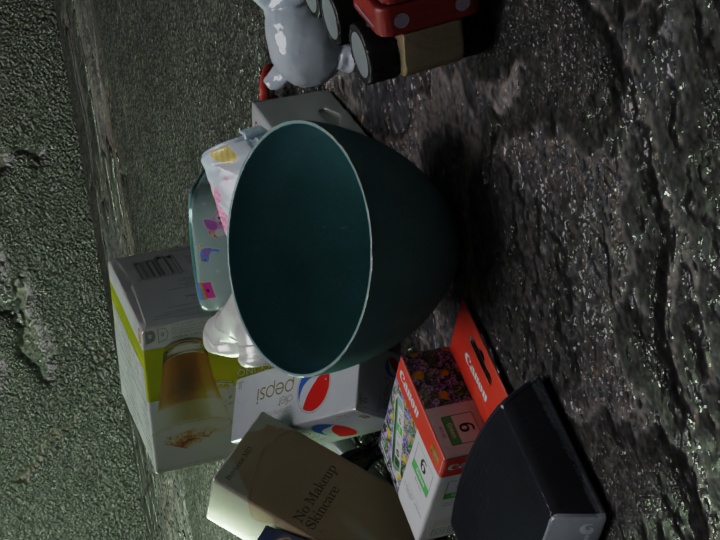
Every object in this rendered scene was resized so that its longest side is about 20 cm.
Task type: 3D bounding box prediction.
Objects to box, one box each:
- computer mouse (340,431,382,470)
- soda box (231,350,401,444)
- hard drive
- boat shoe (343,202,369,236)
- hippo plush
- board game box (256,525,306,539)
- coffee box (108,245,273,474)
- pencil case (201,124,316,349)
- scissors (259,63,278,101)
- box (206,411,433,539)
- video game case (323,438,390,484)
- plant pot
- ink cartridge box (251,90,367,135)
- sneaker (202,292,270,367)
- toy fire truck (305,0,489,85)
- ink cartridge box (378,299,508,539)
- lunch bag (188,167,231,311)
[{"bbox_3d":[-0.007,0.118,1.362,0.110,0.044,0.200,-47,41,30],"label":"computer mouse"},{"bbox_3d":[-0.041,0.125,1.311,0.200,0.064,0.068,-21,57,48],"label":"soda box"},{"bbox_3d":[0.119,0.186,1.031,0.200,0.042,0.135,103,151,-50],"label":"hard drive"},{"bbox_3d":[0.000,0.000,1.264,0.066,0.072,0.200,-98,7,-48],"label":"boat shoe"},{"bbox_3d":[-0.039,-0.243,1.153,0.159,0.200,0.161,-16,107,37],"label":"hippo plush"},{"bbox_3d":[0.004,0.310,1.218,0.200,0.035,0.136,14,138,26],"label":"board game box"},{"bbox_3d":[-0.180,0.096,1.647,0.200,0.199,0.198,-132,36,-58],"label":"coffee box"},{"bbox_3d":[-0.079,-0.025,1.220,0.091,0.083,0.200,126,128,-81],"label":"pencil case"},{"bbox_3d":[-0.108,-0.160,1.468,0.200,0.014,0.073,-75,-17,-60],"label":"scissors"},{"bbox_3d":[-0.034,0.228,1.266,0.200,0.095,0.078,28,143,9],"label":"box"},{"bbox_3d":[-0.015,0.250,1.421,0.200,0.022,0.182,44,143,34],"label":"video game case"},{"bbox_3d":[0.001,-0.019,1.104,0.200,0.135,0.200,4,95,53],"label":"plant pot"},{"bbox_3d":[-0.050,-0.060,1.359,0.145,0.083,0.200,-126,31,-55],"label":"ink cartridge box"},{"bbox_3d":[-0.114,0.044,1.392,0.200,0.075,0.089,-173,76,-69],"label":"sneaker"},{"bbox_3d":[0.030,-0.265,0.993,0.176,0.129,0.200,-121,18,-49],"label":"toy fire truck"},{"bbox_3d":[0.066,0.129,1.150,0.200,0.050,0.109,101,153,-49],"label":"ink cartridge box"},{"bbox_3d":[-0.132,-0.048,1.530,0.200,0.077,0.161,-70,-22,-62],"label":"lunch bag"}]
